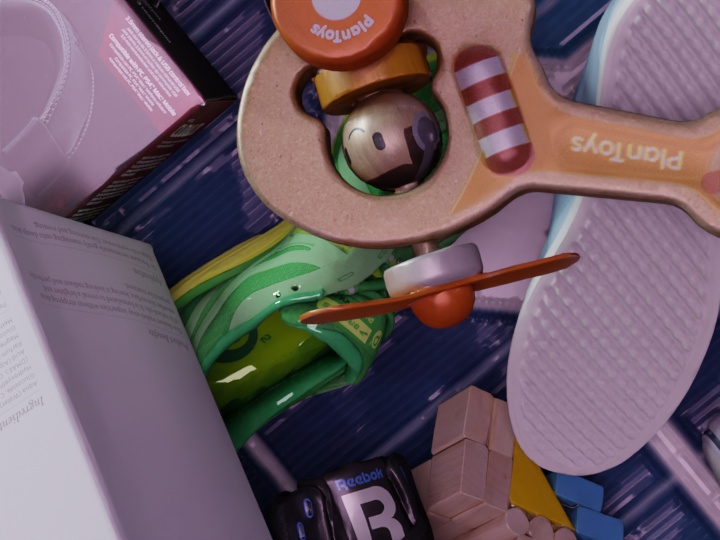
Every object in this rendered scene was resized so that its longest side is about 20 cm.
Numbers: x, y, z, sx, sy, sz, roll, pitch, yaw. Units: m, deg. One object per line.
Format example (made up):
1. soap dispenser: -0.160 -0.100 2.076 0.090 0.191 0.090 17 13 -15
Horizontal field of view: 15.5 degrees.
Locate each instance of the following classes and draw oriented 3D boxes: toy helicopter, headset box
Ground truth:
1. toy helicopter: 0.054 -0.035 0.916 0.199 0.079 0.133 9 82 9
2. headset box: -0.157 -0.073 1.020 0.200 0.077 0.149 -38 89 9

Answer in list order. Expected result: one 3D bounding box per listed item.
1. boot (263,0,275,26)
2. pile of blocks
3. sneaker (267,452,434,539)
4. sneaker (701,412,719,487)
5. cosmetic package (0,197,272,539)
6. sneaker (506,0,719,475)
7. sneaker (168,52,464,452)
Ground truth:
1. boot: 0.017 -0.195 0.965 0.144 0.072 0.200 -17 121 -7
2. pile of blocks: 0.077 0.142 1.027 0.062 0.082 0.200 -34 78 50
3. sneaker: 0.015 0.128 0.951 0.073 0.200 0.112 -19 107 -23
4. sneaker: 0.169 0.149 1.001 0.071 0.073 0.200 -27 92 0
5. cosmetic package: -0.096 0.083 0.930 0.081 0.113 0.200 -31 66 21
6. sneaker: 0.105 -0.022 0.998 0.074 0.082 0.201 17 108 0
7. sneaker: 0.000 0.000 0.997 0.200 0.084 0.074 -45 126 13
